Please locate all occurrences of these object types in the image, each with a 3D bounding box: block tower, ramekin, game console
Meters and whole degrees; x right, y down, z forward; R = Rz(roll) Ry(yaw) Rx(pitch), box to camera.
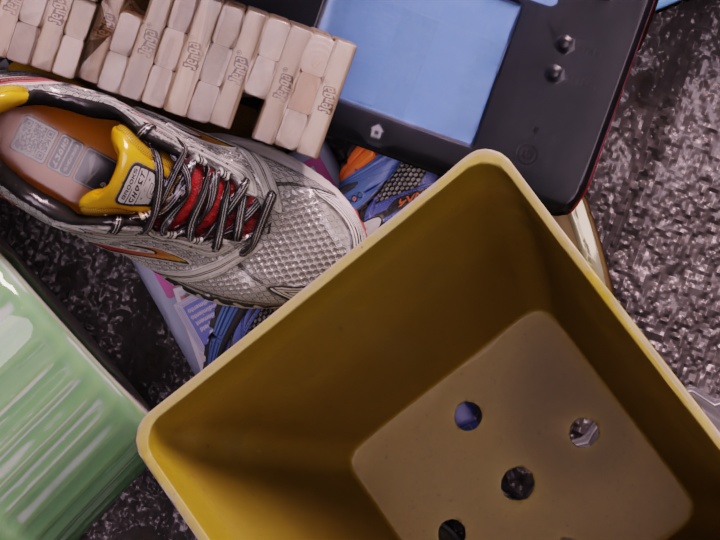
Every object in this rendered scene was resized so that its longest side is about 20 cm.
[{"bbox_3d":[-0.106,-0.106,0.785,0.199,0.054,0.058,19,98,-6],"label":"block tower"},{"bbox_3d":[-0.185,0.047,0.857,0.098,0.200,0.200,-42,91,-6],"label":"ramekin"},{"bbox_3d":[0.036,-0.138,0.816,0.199,0.031,0.178,21,90,16],"label":"game console"}]

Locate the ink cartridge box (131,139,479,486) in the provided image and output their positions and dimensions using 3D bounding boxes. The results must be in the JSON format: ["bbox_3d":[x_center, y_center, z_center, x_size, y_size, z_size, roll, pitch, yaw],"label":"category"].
[{"bbox_3d":[-0.022,0.045,0.930,0.119,0.042,0.201,-29,93,2],"label":"ink cartridge box"}]

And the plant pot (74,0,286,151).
[{"bbox_3d":[-0.064,-0.139,0.867,0.199,0.027,0.201,-14,113,-36],"label":"plant pot"}]

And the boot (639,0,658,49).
[{"bbox_3d":[0.091,-0.217,0.860,0.155,0.077,0.201,20,101,8],"label":"boot"}]

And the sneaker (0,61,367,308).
[{"bbox_3d":[-0.090,-0.031,0.788,0.199,0.082,0.078,18,95,-12],"label":"sneaker"}]

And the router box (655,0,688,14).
[{"bbox_3d":[0.128,-0.229,0.911,0.149,0.051,0.201,-22,91,4],"label":"router box"}]

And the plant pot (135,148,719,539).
[{"bbox_3d":[0.057,0.094,0.805,0.200,0.176,0.200,-39,75,8],"label":"plant pot"}]

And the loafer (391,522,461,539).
[{"bbox_3d":[-0.011,0.215,0.916,0.075,0.070,0.200,34,93,-5],"label":"loafer"}]

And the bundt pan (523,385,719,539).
[{"bbox_3d":[0.177,0.163,0.912,0.201,0.076,0.203,0,91,0],"label":"bundt pan"}]

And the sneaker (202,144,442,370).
[{"bbox_3d":[0.000,0.000,0.859,0.078,0.075,0.200,45,103,14],"label":"sneaker"}]

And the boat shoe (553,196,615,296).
[{"bbox_3d":[0.069,-0.060,0.913,0.066,0.074,0.201,-24,81,5],"label":"boat shoe"}]

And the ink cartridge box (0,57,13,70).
[{"bbox_3d":[-0.245,-0.124,0.865,0.198,0.043,0.200,31,65,31],"label":"ink cartridge box"}]
